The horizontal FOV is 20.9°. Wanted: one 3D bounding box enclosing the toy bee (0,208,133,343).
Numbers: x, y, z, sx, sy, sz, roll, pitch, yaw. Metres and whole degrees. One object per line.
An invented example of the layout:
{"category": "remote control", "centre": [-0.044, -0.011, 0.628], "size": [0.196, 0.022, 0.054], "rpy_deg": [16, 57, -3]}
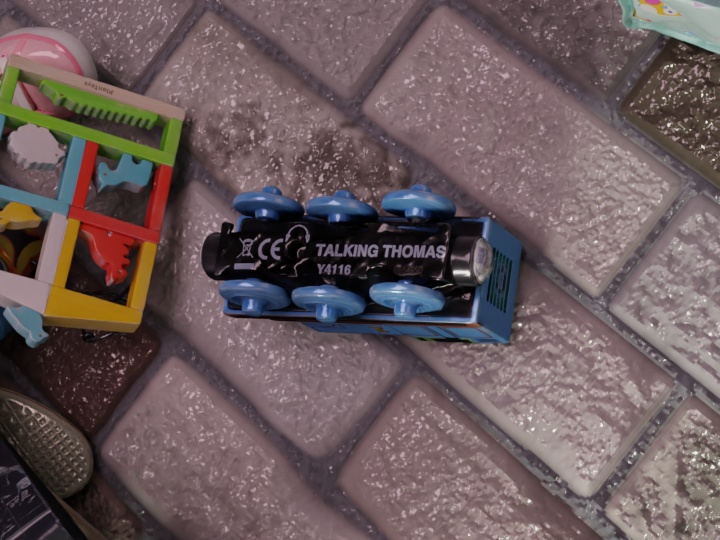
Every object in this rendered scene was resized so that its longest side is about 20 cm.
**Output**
{"category": "toy bee", "centre": [-0.257, -0.013, 1.367], "size": [0.200, 0.109, 0.131], "rpy_deg": [-13, 32, 17]}

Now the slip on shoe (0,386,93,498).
{"category": "slip on shoe", "centre": [-0.275, 0.112, 1.372], "size": [0.200, 0.061, 0.074], "rpy_deg": [12, 93, 17]}

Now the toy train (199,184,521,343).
{"category": "toy train", "centre": [0.000, 0.000, 1.224], "size": [0.200, 0.114, 0.087], "rpy_deg": [0, 73, 28]}

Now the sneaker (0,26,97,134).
{"category": "sneaker", "centre": [-0.287, -0.114, 1.409], "size": [0.200, 0.075, 0.105], "rpy_deg": [-6, 31, 32]}

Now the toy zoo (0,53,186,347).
{"category": "toy zoo", "centre": [-0.199, -0.040, 1.322], "size": [0.020, 0.131, 0.200], "rpy_deg": [136, 147, -60]}

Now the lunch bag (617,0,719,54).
{"category": "lunch bag", "centre": [0.265, -0.202, 1.139], "size": [0.200, 0.122, 0.170], "rpy_deg": [21, 84, 23]}

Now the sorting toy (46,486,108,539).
{"category": "sorting toy", "centre": [-0.284, 0.194, 1.294], "size": [0.200, 0.036, 0.185], "rpy_deg": [41, 106, 10]}

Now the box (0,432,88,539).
{"category": "box", "centre": [-0.242, 0.212, 1.132], "size": [0.197, 0.124, 0.200], "rpy_deg": [-38, 27, -11]}
